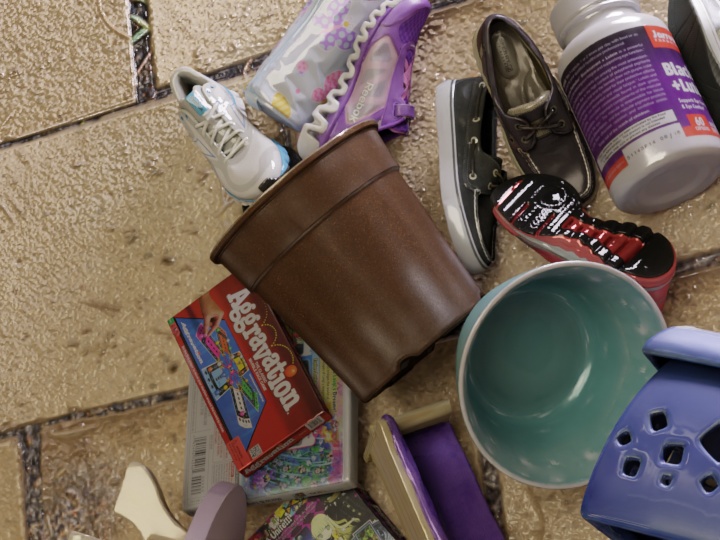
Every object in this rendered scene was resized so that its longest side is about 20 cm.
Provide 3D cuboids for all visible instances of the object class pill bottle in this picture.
[{"bbox_3d":[0.246,-0.162,1.629,0.111,0.111,0.201,-28,66,16],"label":"pill bottle"}]

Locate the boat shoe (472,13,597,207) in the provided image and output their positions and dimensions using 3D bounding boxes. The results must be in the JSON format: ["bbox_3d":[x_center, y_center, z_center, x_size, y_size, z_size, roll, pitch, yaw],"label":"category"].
[{"bbox_3d":[0.160,-0.149,1.670,0.072,0.065,0.201,-24,84,8],"label":"boat shoe"}]

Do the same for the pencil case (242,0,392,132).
[{"bbox_3d":[-0.034,-0.235,1.796,0.083,0.091,0.200,35,94,29],"label":"pencil case"}]

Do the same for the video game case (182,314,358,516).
[{"bbox_3d":[-0.086,0.130,1.738,0.181,0.024,0.201,-13,59,22],"label":"video game case"}]

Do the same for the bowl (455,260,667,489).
[{"bbox_3d":[0.162,0.081,1.576,0.201,0.200,0.105,-60,21,0],"label":"bowl"}]

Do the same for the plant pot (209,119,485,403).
[{"bbox_3d":[0.000,0.000,1.649,0.200,0.200,0.198,-41,85,10],"label":"plant pot"}]

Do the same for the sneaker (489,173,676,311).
[{"bbox_3d":[0.196,-0.015,1.629,0.200,0.087,0.074,32,58,32],"label":"sneaker"}]

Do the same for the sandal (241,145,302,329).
[{"bbox_3d":[-0.067,-0.027,1.781,0.075,0.045,0.201,-21,69,17],"label":"sandal"}]

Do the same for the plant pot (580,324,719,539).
[{"bbox_3d":[0.316,0.158,1.465,0.199,0.200,0.181,11,75,28],"label":"plant pot"}]

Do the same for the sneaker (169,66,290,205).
[{"bbox_3d":[-0.142,-0.139,1.792,0.075,0.087,0.200,-44,44,3],"label":"sneaker"}]

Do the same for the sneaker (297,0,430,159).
[{"bbox_3d":[0.023,-0.177,1.765,0.088,0.080,0.201,32,96,22],"label":"sneaker"}]

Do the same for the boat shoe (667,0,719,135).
[{"bbox_3d":[0.339,-0.181,1.619,0.064,0.075,0.203,-15,62,-18],"label":"boat shoe"}]

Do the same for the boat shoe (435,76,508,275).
[{"bbox_3d":[0.110,-0.095,1.702,0.056,0.069,0.201,-14,68,21],"label":"boat shoe"}]

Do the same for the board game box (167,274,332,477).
[{"bbox_3d":[-0.111,0.094,1.744,0.103,0.019,0.200,-35,53,6],"label":"board game box"}]

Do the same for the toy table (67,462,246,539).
[{"bbox_3d":[-0.190,0.283,1.654,0.117,0.184,0.201,12,63,16],"label":"toy table"}]

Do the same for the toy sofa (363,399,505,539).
[{"bbox_3d":[0.079,0.217,1.600,0.082,0.098,0.201,-17,64,-17],"label":"toy sofa"}]

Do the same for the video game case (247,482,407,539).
[{"bbox_3d":[-0.039,0.308,1.680,0.200,0.036,0.181,-47,61,7],"label":"video game case"}]
